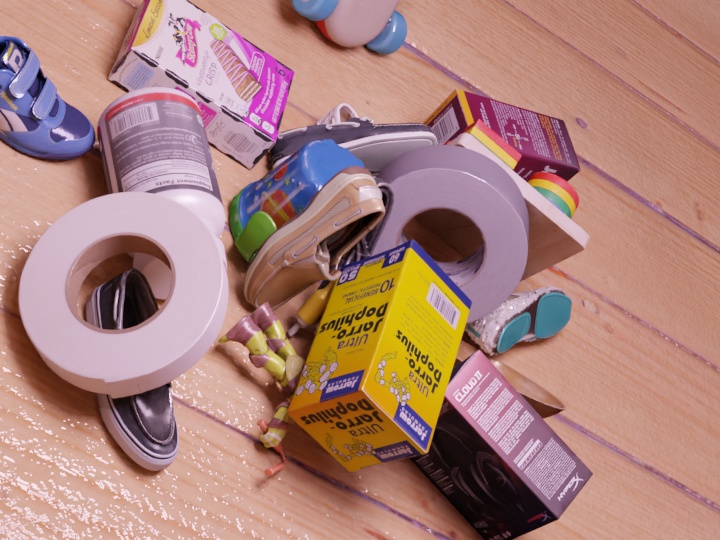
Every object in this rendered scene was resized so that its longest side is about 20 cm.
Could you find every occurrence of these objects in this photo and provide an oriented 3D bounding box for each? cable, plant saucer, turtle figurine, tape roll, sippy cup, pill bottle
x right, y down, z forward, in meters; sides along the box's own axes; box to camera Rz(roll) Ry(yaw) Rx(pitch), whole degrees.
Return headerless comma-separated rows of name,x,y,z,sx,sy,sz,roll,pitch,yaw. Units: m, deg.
cable,0.000,0.000,1.650,0.096,0.201,0.050,17,23,-37
plant saucer,0.139,0.122,1.720,0.199,0.036,0.200,29,5,-3
turtle figurine,-0.074,0.116,1.566,0.162,0.064,0.200,49,39,2
tape roll,0.095,-0.039,1.739,0.199,0.200,0.066,36,27,-13
tape roll,-0.225,0.020,1.435,0.200,0.037,0.205,-2,61,4
sippy cup,-0.058,-0.073,1.688,0.139,0.130,0.179,29,41,-22
pill bottle,-0.204,-0.079,1.570,0.115,0.116,0.202,9,53,-38

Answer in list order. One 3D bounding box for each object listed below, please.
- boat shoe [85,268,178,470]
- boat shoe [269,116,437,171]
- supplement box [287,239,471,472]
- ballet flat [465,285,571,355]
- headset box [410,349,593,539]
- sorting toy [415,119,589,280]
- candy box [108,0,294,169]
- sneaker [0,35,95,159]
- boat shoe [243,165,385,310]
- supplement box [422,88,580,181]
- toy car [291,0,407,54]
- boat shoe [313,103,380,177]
boat shoe,-0.215,0.090,1.452,0.072,0.071,0.202,0,59,-43
boat shoe,-0.011,-0.151,1.774,0.197,0.076,0.061,-9,61,-3
supplement box,0.023,0.087,1.550,0.110,0.108,0.201,44,45,-28
ballet flat,0.192,0.053,1.869,0.199,0.072,0.072,-13,67,-54
headset box,0.128,0.186,1.618,0.200,0.149,0.077,46,58,-2
sorting toy,0.163,-0.086,1.841,0.198,0.200,0.070,39,63,-11
candy box,-0.181,-0.228,1.759,0.199,0.061,0.137,31,42,-19
sneaker,-0.353,-0.185,1.547,0.199,0.082,0.074,30,40,-24
boat shoe,-0.049,-0.017,1.589,0.071,0.200,0.077,12,38,-45
supplement box,0.177,-0.154,1.990,0.198,0.110,0.086,11,52,-37
toy car,-0.033,-0.410,2.012,0.200,0.178,0.183,38,14,38
boat shoe,0.006,-0.113,1.828,0.070,0.070,0.202,-1,59,-43
